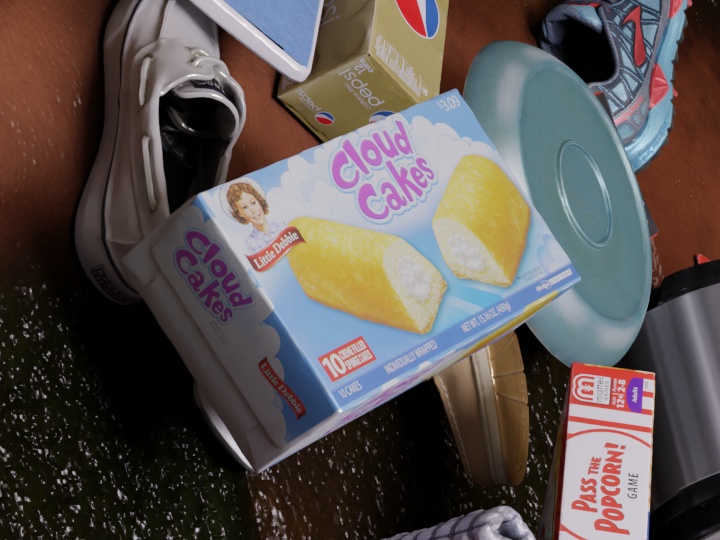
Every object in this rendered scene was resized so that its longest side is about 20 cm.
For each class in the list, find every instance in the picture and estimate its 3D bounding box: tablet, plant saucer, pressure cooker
[{"bbox_3d":[-0.068,-0.187,1.260,0.130,0.014,0.200,39,28,-19],"label":"tablet"},{"bbox_3d":[0.120,-0.041,1.363,0.200,0.027,0.201,37,43,-45],"label":"plant saucer"},{"bbox_3d":[0.247,0.107,1.446,0.175,0.178,0.201,17,54,-48],"label":"pressure cooker"}]

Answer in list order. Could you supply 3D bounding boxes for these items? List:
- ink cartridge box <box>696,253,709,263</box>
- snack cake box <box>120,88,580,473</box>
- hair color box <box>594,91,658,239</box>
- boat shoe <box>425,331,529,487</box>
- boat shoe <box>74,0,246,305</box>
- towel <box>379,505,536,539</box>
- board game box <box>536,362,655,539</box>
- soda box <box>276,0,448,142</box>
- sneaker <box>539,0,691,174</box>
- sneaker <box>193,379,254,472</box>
[{"bbox_3d":[0.309,0.096,1.674,0.173,0.043,0.201,30,47,-46],"label":"ink cartridge box"},{"bbox_3d":[0.000,0.000,1.094,0.200,0.067,0.115,-26,81,-49],"label":"snack cake box"},{"bbox_3d":[0.103,-0.037,1.427,0.200,0.061,0.102,-28,96,-58],"label":"hair color box"},{"bbox_3d":[0.041,0.024,1.289,0.074,0.069,0.201,11,65,-72],"label":"boat shoe"},{"bbox_3d":[-0.089,-0.076,1.156,0.072,0.065,0.201,45,38,-32],"label":"boat shoe"},{"bbox_3d":[0.056,0.214,1.100,0.200,0.165,0.086,52,43,-21],"label":"towel"},{"bbox_3d":[0.113,0.170,1.213,0.201,0.046,0.152,95,3,-48],"label":"board game box"},{"bbox_3d":[0.007,-0.162,1.354,0.064,0.067,0.201,43,39,-34],"label":"soda box"},{"bbox_3d":[0.166,-0.162,1.586,0.095,0.079,0.201,38,42,-36],"label":"sneaker"},{"bbox_3d":[-0.014,0.017,1.191,0.075,0.087,0.201,47,35,-26],"label":"sneaker"}]
